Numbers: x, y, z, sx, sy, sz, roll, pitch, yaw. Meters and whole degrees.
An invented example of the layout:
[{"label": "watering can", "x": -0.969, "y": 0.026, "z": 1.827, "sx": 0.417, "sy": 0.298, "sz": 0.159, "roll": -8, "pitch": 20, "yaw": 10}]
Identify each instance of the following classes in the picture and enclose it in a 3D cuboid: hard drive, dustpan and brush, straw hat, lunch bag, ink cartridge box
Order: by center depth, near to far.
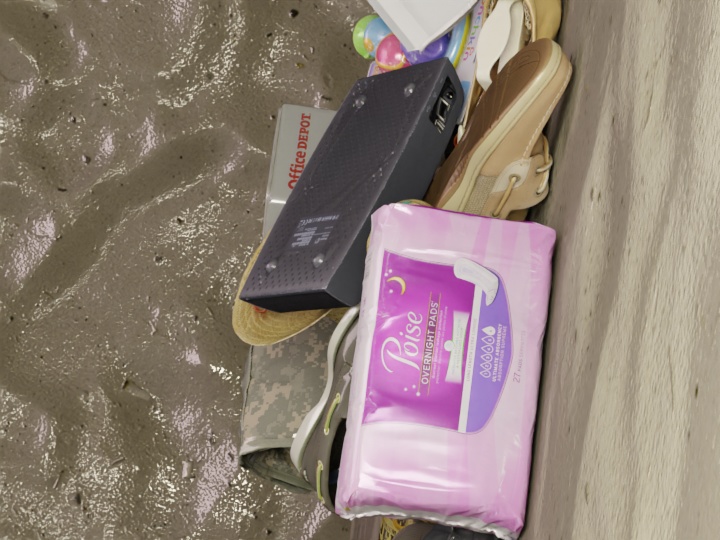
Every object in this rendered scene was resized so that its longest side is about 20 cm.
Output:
[{"label": "hard drive", "x": -0.002, "y": -0.057, "z": 1.487, "sx": 0.134, "sy": 0.042, "sz": 0.201, "roll": -7, "pitch": 50, "yaw": 56}, {"label": "dustpan and brush", "x": 0.082, "y": -0.267, "z": 1.506, "sx": 0.140, "sy": 0.199, "sz": 0.057, "roll": 52, "pitch": 165, "yaw": 21}, {"label": "straw hat", "x": 0.000, "y": 0.000, "z": 1.560, "sx": 0.201, "sy": 0.085, "sz": 0.202, "roll": -39, "pitch": 27, "yaw": 24}, {"label": "lunch bag", "x": -0.007, "y": 0.106, "z": 1.779, "sx": 0.118, "sy": 0.198, "sz": 0.165, "roll": 103, "pitch": 174, "yaw": -62}, {"label": "ink cartridge box", "x": 0.015, "y": -0.064, "z": 1.826, "sx": 0.147, "sy": 0.198, "sz": 0.084, "roll": -83, "pitch": 3, "yaw": -50}]

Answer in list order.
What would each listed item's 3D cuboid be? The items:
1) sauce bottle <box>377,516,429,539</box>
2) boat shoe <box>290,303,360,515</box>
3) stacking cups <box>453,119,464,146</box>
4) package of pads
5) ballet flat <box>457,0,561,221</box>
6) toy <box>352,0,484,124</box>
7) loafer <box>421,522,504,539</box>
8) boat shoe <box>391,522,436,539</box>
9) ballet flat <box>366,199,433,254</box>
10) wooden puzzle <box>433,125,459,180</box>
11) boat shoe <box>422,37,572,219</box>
[{"label": "sauce bottle", "x": 0.048, "y": 0.202, "z": 1.689, "sx": 0.065, "sy": 0.064, "sz": 0.202, "roll": -86, "pitch": 3, "yaw": -67}, {"label": "boat shoe", "x": 0.007, "y": 0.093, "z": 1.507, "sx": 0.060, "sy": 0.071, "sz": 0.203, "roll": 58, "pitch": 138, "yaw": 40}, {"label": "stacking cups", "x": 0.098, "y": -0.116, "z": 1.565, "sx": 0.061, "sy": 0.060, "sz": 0.202, "roll": 102, "pitch": 178, "yaw": -61}, {"label": "package of pads", "x": 0.054, "y": 0.065, "z": 1.308, "sx": 0.076, "sy": 0.119, "sz": 0.202, "roll": 106, "pitch": 172, "yaw": -75}, {"label": "ballet flat", "x": 0.096, "y": -0.117, "z": 1.478, "sx": 0.063, "sy": 0.068, "sz": 0.202, "roll": 13, "pitch": -94, "yaw": -56}, {"label": "toy", "x": 0.039, "y": -0.180, "z": 1.591, "sx": 0.200, "sy": 0.047, "sz": 0.116, "roll": 19, "pitch": 93, "yaw": 69}, {"label": "loafer", "x": 0.057, "y": 0.201, "z": 1.345, "sx": 0.068, "sy": 0.070, "sz": 0.202, "roll": 99, "pitch": 179, "yaw": -66}, {"label": "boat shoe", "x": 0.037, "y": 0.290, "z": 1.553, "sx": 0.072, "sy": 0.075, "sz": 0.202, "roll": 98, "pitch": -179, "yaw": -63}, {"label": "ballet flat", "x": 0.041, "y": 0.053, "z": 1.398, "sx": 0.071, "sy": 0.070, "sz": 0.202, "roll": -100, "pitch": 1, "yaw": -84}, {"label": "wooden puzzle", "x": 0.092, "y": -0.125, "z": 1.679, "sx": 0.185, "sy": 0.037, "sz": 0.202, "roll": 57, "pitch": -147, "yaw": -61}, {"label": "boat shoe", "x": 0.101, "y": -0.077, "z": 1.411, "sx": 0.200, "sy": 0.064, "sz": 0.072, "roll": -57, "pitch": 12, "yaw": 44}]
